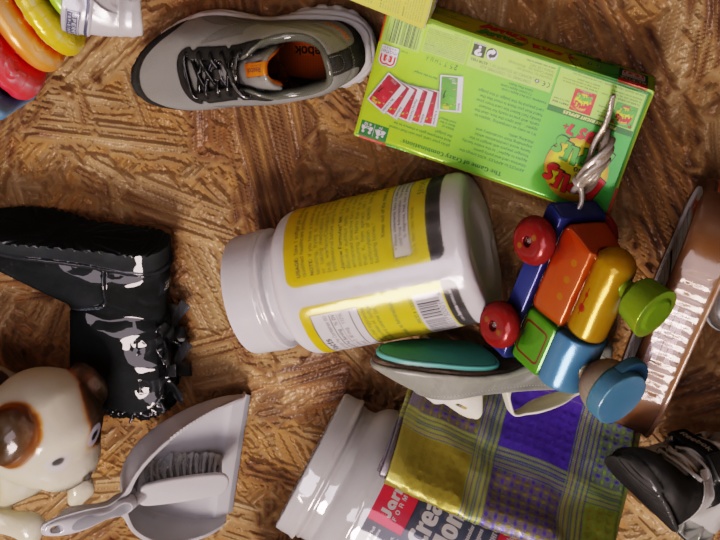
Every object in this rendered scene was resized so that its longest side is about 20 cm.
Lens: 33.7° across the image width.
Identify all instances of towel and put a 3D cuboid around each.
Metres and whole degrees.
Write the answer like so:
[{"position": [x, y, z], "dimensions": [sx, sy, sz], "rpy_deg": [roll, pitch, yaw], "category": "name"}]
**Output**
[{"position": [0.119, 0.137, 0.933], "dimensions": [0.198, 0.144, 0.023], "rpy_deg": [23, 146, 1], "category": "towel"}]

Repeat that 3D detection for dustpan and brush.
[{"position": [-0.178, 0.185, 1.002], "dimensions": [0.198, 0.057, 0.141], "rpy_deg": [-5, 119, -32], "category": "dustpan and brush"}]

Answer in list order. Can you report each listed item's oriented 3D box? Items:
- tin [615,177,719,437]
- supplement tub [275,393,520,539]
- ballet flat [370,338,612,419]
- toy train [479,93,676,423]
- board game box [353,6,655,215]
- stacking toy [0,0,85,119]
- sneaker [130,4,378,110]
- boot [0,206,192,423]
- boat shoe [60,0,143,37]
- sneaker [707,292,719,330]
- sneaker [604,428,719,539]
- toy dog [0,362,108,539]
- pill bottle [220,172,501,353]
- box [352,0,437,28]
[{"position": [0.229, 0.028, 0.870], "dimensions": [0.041, 0.112, 0.202], "rpy_deg": [19, 114, 5], "category": "tin"}, {"position": [0.045, 0.203, 0.974], "dimensions": [0.199, 0.141, 0.141], "rpy_deg": [28, 116, 1], "category": "supplement tub"}, {"position": [0.103, 0.084, 0.912], "dimensions": [0.198, 0.067, 0.064], "rpy_deg": [-4, 107, -18], "category": "ballet flat"}, {"position": [0.169, -0.003, 0.812], "dimensions": [0.116, 0.084, 0.202], "rpy_deg": [44, 126, 39], "category": "toy train"}, {"position": [0.105, -0.121, 0.878], "dimensions": [0.198, 0.048, 0.102], "rpy_deg": [19, 116, 7], "category": "board game box"}, {"position": [-0.225, -0.213, 0.906], "dimensions": [0.199, 0.116, 0.110], "rpy_deg": [-29, 105, 11], "category": "stacking toy"}, {"position": [-0.089, -0.157, 0.895], "dimensions": [0.198, 0.079, 0.075], "rpy_deg": [-4, 112, 22], "category": "sneaker"}, {"position": [-0.239, 0.038, 1.023], "dimensions": [0.196, 0.073, 0.164], "rpy_deg": [9, 119, 13], "category": "boot"}, {"position": [-0.167, -0.253, 0.846], "dimensions": [0.065, 0.074, 0.202], "rpy_deg": [8, 74, -10], "category": "boat shoe"}, {"position": [0.346, 0.019, 0.853], "dimensions": [0.198, 0.082, 0.078], "rpy_deg": [-7, 110, 17], "category": "sneaker"}, {"position": [0.246, 0.149, 0.895], "dimensions": [0.089, 0.200, 0.074], "rpy_deg": [-47, 59, 4], "category": "sneaker"}, {"position": [-0.292, 0.132, 1.009], "dimensions": [0.199, 0.139, 0.196], "rpy_deg": [-7, 98, 41], "category": "toy dog"}, {"position": [0.000, 0.000, 0.918], "dimensions": [0.198, 0.114, 0.115], "rpy_deg": [-11, 109, 18], "category": "pill bottle"}, {"position": [-0.030, -0.245, 0.842], "dimensions": [0.198, 0.076, 0.050], "rpy_deg": [24, 149, 5], "category": "box"}]
